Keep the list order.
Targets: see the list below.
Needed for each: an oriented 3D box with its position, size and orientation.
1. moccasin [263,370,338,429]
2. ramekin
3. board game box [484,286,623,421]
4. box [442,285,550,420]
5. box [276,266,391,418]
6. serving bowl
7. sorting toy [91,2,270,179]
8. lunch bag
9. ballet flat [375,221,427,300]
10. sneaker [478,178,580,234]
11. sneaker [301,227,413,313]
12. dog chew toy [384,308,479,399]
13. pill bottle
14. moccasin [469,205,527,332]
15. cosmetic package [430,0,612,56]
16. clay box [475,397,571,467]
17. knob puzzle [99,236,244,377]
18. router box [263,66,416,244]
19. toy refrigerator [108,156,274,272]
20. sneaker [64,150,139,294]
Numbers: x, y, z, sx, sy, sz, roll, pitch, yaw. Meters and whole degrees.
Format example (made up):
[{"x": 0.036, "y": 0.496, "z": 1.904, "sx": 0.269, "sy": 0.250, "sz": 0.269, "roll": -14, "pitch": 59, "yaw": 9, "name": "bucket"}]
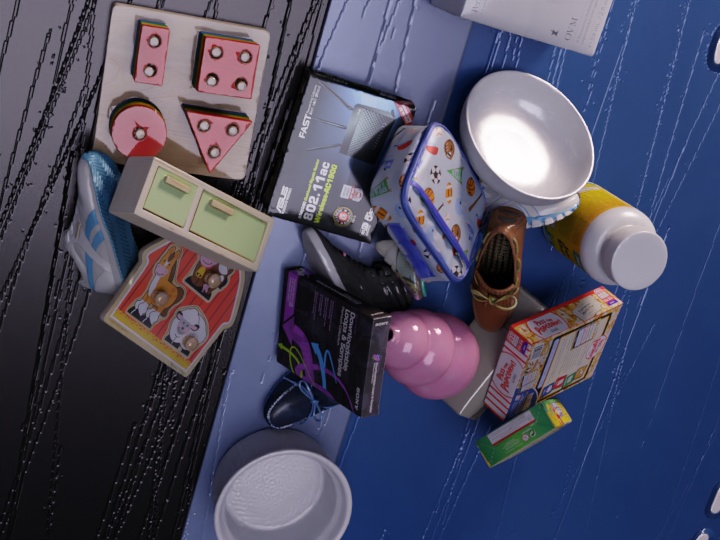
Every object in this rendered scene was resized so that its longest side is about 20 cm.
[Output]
[{"x": -0.053, "y": 0.160, "z": 1.631, "sx": 0.200, "sy": 0.068, "sz": 0.081, "roll": -39, "pitch": 116, "yaw": 1, "name": "moccasin"}, {"x": -0.120, "y": 0.327, "z": 1.659, "sx": 0.200, "sy": 0.098, "sz": 0.201, "roll": -5, "pitch": 111, "yaw": -14, "name": "ramekin"}, {"x": 0.281, "y": 0.120, "z": 1.661, "sx": 0.200, "sy": 0.046, "sz": 0.152, "roll": -19, "pitch": 137, "yaw": -37, "name": "board game box"}, {"x": 0.192, "y": 0.116, "z": 1.672, "sx": 0.200, "sy": 0.082, "sz": 0.068, "roll": -51, "pitch": 147, "yaw": 8, "name": "box"}, {"x": -0.040, "y": 0.093, "z": 1.540, "sx": 0.036, "sy": 0.200, "sz": 0.143, "roll": -10, "pitch": 114, "yaw": -39, "name": "box"}, {"x": 0.215, "y": -0.169, "z": 1.548, "sx": 0.200, "sy": 0.201, "sz": 0.066, "roll": 14, "pitch": 149, "yaw": -21, "name": "serving bowl"}, {"x": -0.223, "y": -0.216, "z": 1.437, "sx": 0.199, "sy": 0.070, "sz": 0.199, "roll": 6, "pitch": 108, "yaw": -19, "name": "sorting toy"}, {"x": 0.093, "y": -0.080, "z": 1.484, "sx": 0.200, "sy": 0.075, "sz": 0.161, "roll": 52, "pitch": 48, "yaw": -41, "name": "lunch bag"}, {"x": 0.057, "y": -0.059, "z": 1.565, "sx": 0.071, "sy": 0.069, "sz": 0.201, "roll": 0, "pitch": 85, "yaw": 5, "name": "ballet flat"}, {"x": 0.203, "y": -0.100, "z": 1.587, "sx": 0.199, "sy": 0.075, "sz": 0.087, "roll": -9, "pitch": 101, "yaw": 10, "name": "sneaker"}, {"x": 0.000, "y": 0.000, "z": 1.592, "sx": 0.099, "sy": 0.071, "sz": 0.200, "roll": -38, "pitch": 114, "yaw": -11, "name": "sneaker"}, {"x": 0.083, "y": 0.108, "z": 1.578, "sx": 0.125, "sy": 0.125, "sz": 0.200, "roll": -52, "pitch": 147, "yaw": 7, "name": "dog chew toy"}, {"x": 0.342, "y": -0.046, "z": 1.597, "sx": 0.112, "sy": 0.200, "sz": 0.113, "roll": -6, "pitch": 112, "yaw": -15, "name": "pill bottle"}, {"x": 0.188, "y": 0.010, "z": 1.565, "sx": 0.073, "sy": 0.078, "sz": 0.202, "roll": 20, "pitch": 134, "yaw": 9, "name": "moccasin"}, {"x": 0.224, "y": -0.404, "z": 1.471, "sx": 0.199, "sy": 0.123, "sz": 0.200, "roll": 11, "pitch": 106, "yaw": -19, "name": "cosmetic package"}, {"x": 0.247, "y": 0.238, "z": 1.701, "sx": 0.115, "sy": 0.200, "sz": 0.048, "roll": -33, "pitch": 78, "yaw": 12, "name": "clay box"}, {"x": -0.221, "y": 0.026, "z": 1.511, "sx": 0.219, "sy": 0.030, "sz": 0.220, "roll": -20, "pitch": 122, "yaw": -36, "name": "knob puzzle"}, {"x": -0.030, "y": -0.151, "z": 1.515, "sx": 0.149, "sy": 0.062, "sz": 0.201, "roll": 15, "pitch": 105, "yaw": -13, "name": "router box"}, {"x": -0.208, "y": -0.069, "z": 1.442, "sx": 0.200, "sy": 0.070, "sz": 0.076, "roll": 28, "pitch": 76, "yaw": -40, "name": "toy refrigerator"}, {"x": -0.336, "y": -0.056, "z": 1.450, "sx": 0.081, "sy": 0.077, "sz": 0.201, "roll": 5, "pitch": 120, "yaw": 16, "name": "sneaker"}]
